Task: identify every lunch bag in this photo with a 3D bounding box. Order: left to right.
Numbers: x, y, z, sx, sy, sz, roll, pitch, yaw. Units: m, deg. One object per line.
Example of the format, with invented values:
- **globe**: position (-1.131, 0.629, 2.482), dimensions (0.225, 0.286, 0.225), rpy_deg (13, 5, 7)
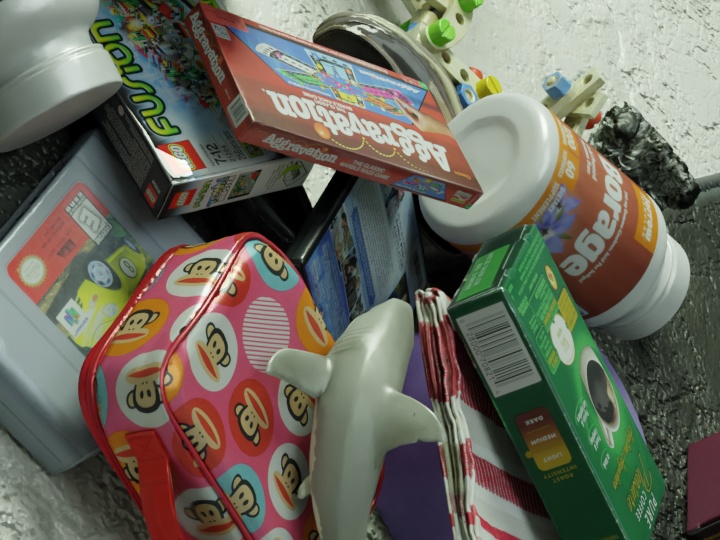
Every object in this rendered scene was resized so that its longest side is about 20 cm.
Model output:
- **lunch bag**: position (-0.072, 0.098, 1.134), dimensions (0.200, 0.082, 0.176), rpy_deg (63, 35, -27)

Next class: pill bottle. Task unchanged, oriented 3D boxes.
- **pill bottle**: position (-0.222, -0.174, 1.152), dimensions (0.113, 0.113, 0.200), rpy_deg (-28, 88, -52)
- **pill bottle**: position (0.141, -0.030, 1.389), dimensions (0.200, 0.112, 0.112), rpy_deg (34, 45, -40)

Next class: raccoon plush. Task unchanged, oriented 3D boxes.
- **raccoon plush**: position (0.185, -0.053, 1.574), dimensions (0.097, 0.134, 0.200), rpy_deg (49, 4, 0)

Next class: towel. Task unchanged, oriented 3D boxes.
- **towel**: position (0.086, 0.119, 1.212), dimensions (0.144, 0.023, 0.200), rpy_deg (34, 41, -55)

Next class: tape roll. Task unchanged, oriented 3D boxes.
- **tape roll**: position (0.099, 0.121, 1.340), dimensions (0.200, 0.085, 0.200), rpy_deg (27, 48, -36)

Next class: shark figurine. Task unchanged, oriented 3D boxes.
- **shark figurine**: position (0.013, 0.115, 1.120), dimensions (0.128, 0.089, 0.215), rpy_deg (15, 72, -57)

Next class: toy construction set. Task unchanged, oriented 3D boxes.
- **toy construction set**: position (0.090, -0.142, 1.500), dimensions (0.200, 0.092, 0.131), rpy_deg (30, 46, -17)

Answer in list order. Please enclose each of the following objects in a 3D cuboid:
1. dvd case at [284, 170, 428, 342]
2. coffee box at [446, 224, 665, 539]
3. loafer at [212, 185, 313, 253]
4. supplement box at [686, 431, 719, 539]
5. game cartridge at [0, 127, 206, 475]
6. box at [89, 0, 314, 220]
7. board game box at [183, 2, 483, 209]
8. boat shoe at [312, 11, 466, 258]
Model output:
- **dvd case**: position (0.000, 0.000, 1.291), dimensions (0.200, 0.018, 0.143), rpy_deg (-61, 146, -52)
- **coffee box**: position (0.124, 0.082, 1.245), dimensions (0.200, 0.044, 0.123), rpy_deg (62, 22, -13)
- **loafer**: position (-0.074, -0.084, 1.290), dimensions (0.068, 0.070, 0.201), rpy_deg (-8, 73, -48)
- **supplement box**: position (0.357, 0.194, 1.555), dimensions (0.200, 0.110, 0.086), rpy_deg (34, 44, -29)
- **game cartridge**: position (-0.157, 0.019, 1.165), dimensions (0.133, 0.041, 0.200), rpy_deg (51, 39, -18)
- **box**: position (-0.121, -0.126, 1.232), dimensions (0.110, 0.035, 0.200), rpy_deg (-16, 62, -36)
- **board game box**: position (-0.014, -0.100, 1.243), dimensions (0.200, 0.019, 0.103), rpy_deg (14, 41, -44)
- **boat shoe**: position (0.035, -0.094, 1.415), dimensions (0.200, 0.074, 0.073), rpy_deg (49, 39, -11)
